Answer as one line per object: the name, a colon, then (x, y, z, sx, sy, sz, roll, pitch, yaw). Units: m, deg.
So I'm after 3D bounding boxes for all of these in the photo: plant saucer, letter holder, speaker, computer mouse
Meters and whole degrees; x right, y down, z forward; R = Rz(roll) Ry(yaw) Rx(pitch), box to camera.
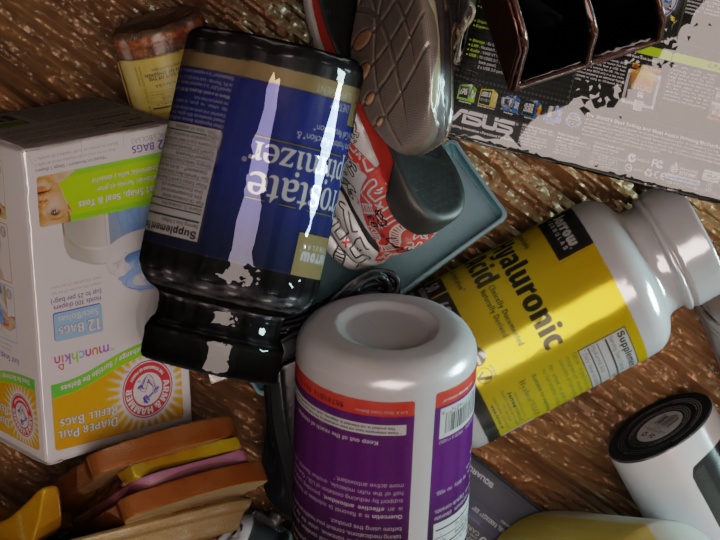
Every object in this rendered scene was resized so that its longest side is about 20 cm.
plant saucer: (0.000, 0.000, 1.734, 0.199, 0.019, 0.070, -36, 65, 2)
letter holder: (0.106, -0.227, 1.579, 0.100, 0.142, 0.201, -18, 82, 0)
speaker: (0.246, 0.187, 1.810, 0.081, 0.081, 0.201, -29, 107, 1)
computer mouse: (-0.024, 0.100, 1.717, 0.138, 0.053, 0.201, -20, 134, -14)

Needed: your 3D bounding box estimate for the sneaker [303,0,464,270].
sneaker: (-0.013, -0.100, 1.692, 0.067, 0.108, 0.202, -13, 75, -42)

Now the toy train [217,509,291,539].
toy train: (-0.026, 0.243, 1.788, 0.199, 0.085, 0.114, 31, 88, -14)

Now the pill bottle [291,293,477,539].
pill bottle: (0.013, 0.123, 1.653, 0.112, 0.113, 0.201, -1, 116, -8)

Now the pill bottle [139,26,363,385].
pill bottle: (-0.071, -0.038, 1.600, 0.111, 0.112, 0.201, 12, 91, -12)

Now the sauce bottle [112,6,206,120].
sauce bottle: (-0.103, -0.066, 1.694, 0.066, 0.066, 0.201, -16, 110, -4)

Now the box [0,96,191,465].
box: (-0.181, 0.004, 1.663, 0.112, 0.101, 0.201, -13, 109, -34)

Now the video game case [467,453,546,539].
video game case: (0.064, 0.233, 1.772, 0.143, 0.019, 0.201, 39, 63, -17)

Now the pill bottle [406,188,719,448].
pill bottle: (0.133, 0.023, 1.729, 0.199, 0.111, 0.112, -28, 108, -1)

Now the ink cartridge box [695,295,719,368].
ink cartridge box: (0.329, 0.084, 1.790, 0.145, 0.085, 0.201, -24, 110, -1)

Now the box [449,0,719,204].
box: (0.164, -0.156, 1.677, 0.199, 0.048, 0.195, 13, 92, 4)

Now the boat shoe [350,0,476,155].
boat shoe: (0.040, -0.167, 1.641, 0.073, 0.074, 0.201, 9, 68, -39)

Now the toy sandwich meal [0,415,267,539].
toy sandwich meal: (-0.160, 0.149, 1.690, 0.204, 0.205, 0.071, -14, 85, -4)

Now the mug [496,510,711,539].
mug: (0.158, 0.233, 1.726, 0.186, 0.153, 0.150, -28, 95, -31)
